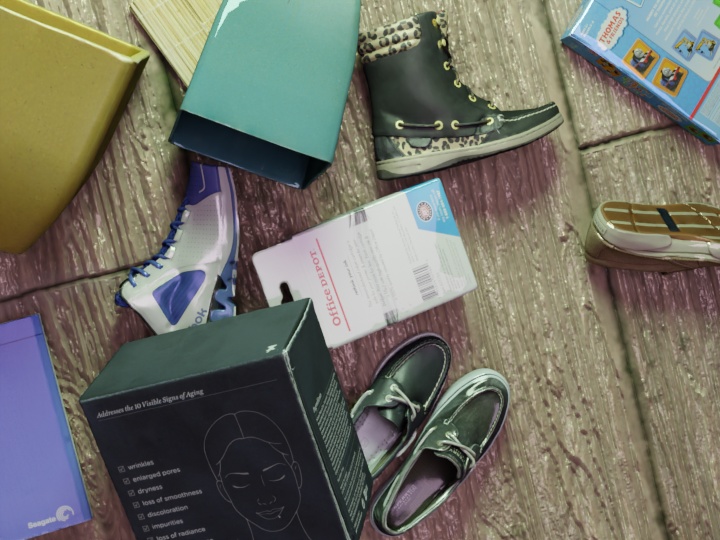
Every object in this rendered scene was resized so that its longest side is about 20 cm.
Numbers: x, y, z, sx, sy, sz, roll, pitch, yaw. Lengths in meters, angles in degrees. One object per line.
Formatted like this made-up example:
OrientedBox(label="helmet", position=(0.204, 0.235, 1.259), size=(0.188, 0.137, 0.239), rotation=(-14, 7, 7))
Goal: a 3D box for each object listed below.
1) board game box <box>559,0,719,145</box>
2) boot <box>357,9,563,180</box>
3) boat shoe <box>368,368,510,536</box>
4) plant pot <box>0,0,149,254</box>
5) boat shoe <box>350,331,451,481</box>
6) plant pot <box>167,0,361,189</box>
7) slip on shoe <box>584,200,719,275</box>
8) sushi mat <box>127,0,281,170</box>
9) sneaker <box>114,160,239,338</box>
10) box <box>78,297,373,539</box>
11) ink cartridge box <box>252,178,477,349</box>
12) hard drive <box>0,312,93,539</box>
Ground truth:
OrientedBox(label="board game box", position=(0.328, -0.249, 1.241), size=(0.199, 0.037, 0.152), rotation=(33, 85, -10))
OrientedBox(label="boot", position=(0.094, -0.182, 1.183), size=(0.197, 0.073, 0.153), rotation=(-16, 94, -5))
OrientedBox(label="boat shoe", position=(0.087, 0.187, 1.186), size=(0.072, 0.071, 0.201), rotation=(38, 84, -9))
OrientedBox(label="plant pot", position=(-0.313, -0.131, 1.052), size=(0.193, 0.194, 0.202), rotation=(20, 99, -10))
OrientedBox(label="boat shoe", position=(0.027, 0.148, 1.179), size=(0.075, 0.060, 0.201), rotation=(36, 85, -9))
OrientedBox(label="plant pot", position=(-0.077, -0.202, 1.107), size=(0.140, 0.141, 0.203), rotation=(18, 80, -11))
OrientedBox(label="slip on shoe", position=(0.326, -0.026, 1.237), size=(0.197, 0.077, 0.061), rotation=(3, 130, -19))
OrientedBox(label="sushi mat", position=(-0.131, -0.205, 1.167), size=(0.095, 0.012, 0.201), rotation=(-38, 98, -10))
OrientedBox(label="sneaker", position=(-0.175, -0.004, 1.129), size=(0.113, 0.081, 0.203), rotation=(1, 92, -13))
OrientedBox(label="box", position=(-0.114, 0.156, 1.070), size=(0.197, 0.124, 0.199), rotation=(-13, 110, 14))
OrientedBox(label="ink cartridge box", position=(0.000, 0.000, 1.168), size=(0.198, 0.068, 0.117), rotation=(-21, 95, -10))
OrientedBox(label="hard drive", position=(-0.343, 0.156, 1.127), size=(0.130, 0.025, 0.203), rotation=(-15, 94, -10))
